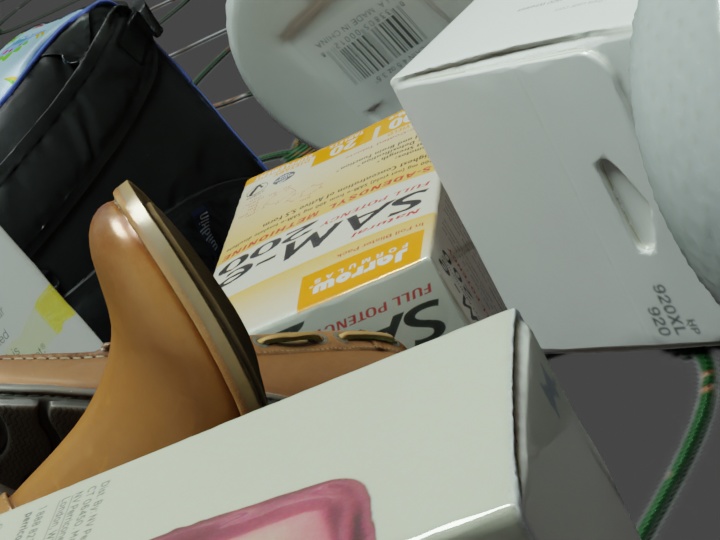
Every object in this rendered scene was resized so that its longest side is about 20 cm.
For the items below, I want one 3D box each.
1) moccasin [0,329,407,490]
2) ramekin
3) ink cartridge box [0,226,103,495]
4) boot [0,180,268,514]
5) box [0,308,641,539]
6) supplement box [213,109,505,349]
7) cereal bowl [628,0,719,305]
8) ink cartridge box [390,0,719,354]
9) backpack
[{"bbox_3d":[-0.066,0.048,0.738,0.201,0.074,0.078,-4,44,-19],"label":"moccasin"},{"bbox_3d":[0.021,-0.151,1.044,0.200,0.201,0.098,-17,31,28],"label":"ramekin"},{"bbox_3d":[-0.173,0.071,0.757,0.083,0.200,0.145,-27,18,41],"label":"ink cartridge box"},{"bbox_3d":[-0.100,0.082,0.652,0.155,0.200,0.074,-21,14,-1],"label":"boot"},{"bbox_3d":[-0.015,0.120,0.564,0.200,0.128,0.109,-23,23,16],"label":"box"},{"bbox_3d":[0.000,0.000,0.889,0.126,0.074,0.200,-23,22,16],"label":"supplement box"},{"bbox_3d":[0.164,-0.053,0.644,0.083,0.200,0.200,-16,23,50],"label":"cereal bowl"},{"bbox_3d":[0.143,-0.081,0.792,0.145,0.147,0.200,-8,29,46],"label":"ink cartridge box"},{"bbox_3d":[-0.166,-0.018,0.998,0.147,0.183,0.200,-14,31,49],"label":"backpack"}]
